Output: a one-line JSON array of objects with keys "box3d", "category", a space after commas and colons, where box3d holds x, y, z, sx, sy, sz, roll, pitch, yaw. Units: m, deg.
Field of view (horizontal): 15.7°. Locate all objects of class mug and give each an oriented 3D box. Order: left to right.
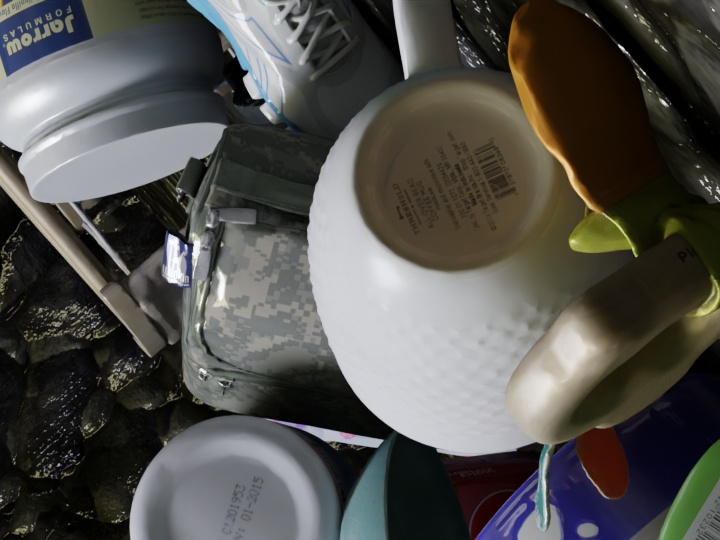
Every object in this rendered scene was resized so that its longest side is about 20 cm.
[{"box3d": [0.043, -0.036, 1.162, 0.175, 0.147, 0.201, 72, -173, -71], "category": "mug"}]

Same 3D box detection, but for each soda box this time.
[{"box3d": [0.102, 0.135, 1.468, 0.070, 0.199, 0.064, -158, 63, -76], "category": "soda box"}]

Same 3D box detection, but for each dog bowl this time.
[{"box3d": [0.135, 0.148, 1.285, 0.079, 0.200, 0.200, 46, 174, 26], "category": "dog bowl"}]

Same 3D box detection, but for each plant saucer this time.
[{"box3d": [0.028, 0.179, 1.332, 0.200, 0.036, 0.201, -12, -90, -76], "category": "plant saucer"}]

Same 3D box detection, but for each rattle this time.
[{"box3d": [0.080, 0.007, 1.058, 0.143, 0.130, 0.200, 38, 162, 8], "category": "rattle"}]

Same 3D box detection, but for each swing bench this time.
[{"box3d": [-0.129, -0.076, 1.773, 0.200, 0.199, 0.130, 49, 174, -7], "category": "swing bench"}]

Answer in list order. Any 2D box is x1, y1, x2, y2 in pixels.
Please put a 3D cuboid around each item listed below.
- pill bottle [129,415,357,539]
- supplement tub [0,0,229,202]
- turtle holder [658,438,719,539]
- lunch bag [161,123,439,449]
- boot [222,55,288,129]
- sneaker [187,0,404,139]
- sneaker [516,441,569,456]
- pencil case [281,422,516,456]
[{"box3d": [-0.053, 0.135, 1.397, 0.109, 0.109, 0.200, 47, -179, 9], "category": "pill bottle"}, {"box3d": [-0.163, -0.154, 1.513, 0.145, 0.144, 0.201, 84, 167, -80], "category": "supplement tub"}, {"box3d": [0.215, 0.129, 1.032, 0.184, 0.142, 0.132, -1, 165, 27], "category": "turtle holder"}, {"box3d": [0.000, 0.000, 1.361, 0.199, 0.140, 0.168, 11, 157, -1], "category": "lunch bag"}, {"box3d": [-0.001, -0.062, 1.530, 0.168, 0.076, 0.200, 51, 177, -13], "category": "boot"}, {"box3d": [-0.042, -0.140, 1.378, 0.200, 0.075, 0.087, 46, 165, 1], "category": "sneaker"}, {"box3d": [0.077, 0.048, 1.488, 0.199, 0.083, 0.078, 15, -154, 20], "category": "sneaker"}, {"box3d": [0.030, 0.065, 1.608, 0.091, 0.199, 0.083, -99, 19, -49], "category": "pencil case"}]
